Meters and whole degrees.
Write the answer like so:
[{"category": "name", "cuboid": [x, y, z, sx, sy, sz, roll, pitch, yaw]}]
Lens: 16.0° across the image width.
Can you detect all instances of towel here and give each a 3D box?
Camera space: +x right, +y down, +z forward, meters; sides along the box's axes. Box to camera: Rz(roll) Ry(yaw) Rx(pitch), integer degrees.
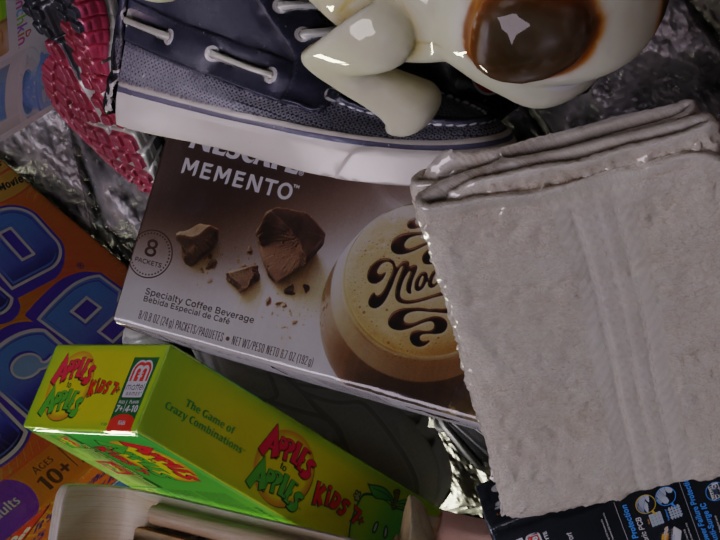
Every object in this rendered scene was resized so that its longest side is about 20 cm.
[{"category": "towel", "cuboid": [0.102, 0.020, 1.056, 0.132, 0.035, 0.201, -12, 130, 6]}]

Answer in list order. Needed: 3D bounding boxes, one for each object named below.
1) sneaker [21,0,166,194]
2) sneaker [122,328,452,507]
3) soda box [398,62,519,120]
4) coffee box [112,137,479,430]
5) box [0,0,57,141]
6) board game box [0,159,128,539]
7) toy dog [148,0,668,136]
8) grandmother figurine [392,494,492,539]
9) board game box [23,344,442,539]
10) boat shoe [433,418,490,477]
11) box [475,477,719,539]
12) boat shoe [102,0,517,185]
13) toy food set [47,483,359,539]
[{"category": "sneaker", "cuboid": [-0.118, -0.116, 1.297, 0.081, 0.075, 0.201, 36, 153, 33]}, {"category": "sneaker", "cuboid": [-0.041, 0.073, 1.358, 0.200, 0.081, 0.075, 35, 137, 18]}, {"category": "soda box", "cuboid": [-0.014, -0.109, 1.200, 0.199, 0.063, 0.071, 10, 126, 41]}, {"category": "coffee box", "cuboid": [0.000, 0.000, 1.184, 0.199, 0.114, 0.080, 15, 175, 19]}, {"category": "box", "cuboid": [-0.207, -0.174, 1.300, 0.101, 0.112, 0.201, 28, 136, 29]}, {"category": "board game box", "cuboid": [-0.230, 0.096, 1.466, 0.200, 0.200, 0.200, 39, 140, 14]}, {"category": "toy dog", "cuboid": [0.034, -0.145, 1.015, 0.200, 0.139, 0.195, 34, 137, 18]}, {"category": "grandmother figurine", "cuboid": [0.113, 0.159, 1.226, 0.199, 0.061, 0.121, 10, 149, -5]}, {"category": "board game box", "cuboid": [-0.059, 0.102, 1.282, 0.200, 0.048, 0.101, 34, 158, -34]}, {"category": "boat shoe", "cuboid": [0.062, 0.064, 1.255, 0.200, 0.071, 0.064, 44, 140, 6]}, {"category": "box", "cuboid": [0.160, 0.164, 1.177, 0.046, 0.158, 0.201, -104, -7, -69]}, {"category": "boat shoe", "cuboid": [-0.023, -0.097, 1.113, 0.199, 0.075, 0.093, 12, 107, 22]}, {"category": "toy food set", "cuboid": [-0.075, 0.190, 1.224, 0.199, 0.060, 0.145, 10, 94, 32]}]
